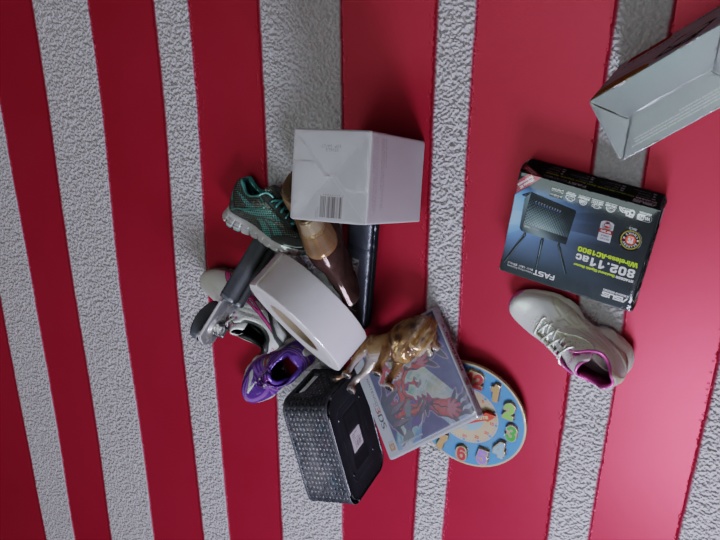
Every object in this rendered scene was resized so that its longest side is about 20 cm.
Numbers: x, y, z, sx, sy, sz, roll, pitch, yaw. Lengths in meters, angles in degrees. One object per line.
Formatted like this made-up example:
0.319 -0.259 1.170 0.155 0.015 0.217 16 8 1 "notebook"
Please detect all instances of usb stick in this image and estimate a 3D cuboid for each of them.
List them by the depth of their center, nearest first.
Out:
0.000 0.000 1.327 0.054 0.033 0.205 18 120 25 "usb stick"

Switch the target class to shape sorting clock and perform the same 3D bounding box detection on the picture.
0.175 0.236 1.335 0.195 0.039 0.205 12 117 24 "shape sorting clock"

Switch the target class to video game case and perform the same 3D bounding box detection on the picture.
0.086 0.186 1.332 0.198 0.023 0.186 -34 72 35 "video game case"

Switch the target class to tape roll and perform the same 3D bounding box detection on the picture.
-0.085 0.066 1.310 0.202 0.071 0.203 41 168 11 "tape roll"

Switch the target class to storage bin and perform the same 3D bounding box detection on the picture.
-0.043 0.284 1.415 0.092 0.135 0.205 -5 110 29 "storage bin"

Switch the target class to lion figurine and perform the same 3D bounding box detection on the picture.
0.035 0.128 1.306 0.197 0.124 0.073 -7 136 49 "lion figurine"

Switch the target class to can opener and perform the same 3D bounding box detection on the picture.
-0.225 0.033 1.393 0.066 0.053 0.203 28 84 25 "can opener"

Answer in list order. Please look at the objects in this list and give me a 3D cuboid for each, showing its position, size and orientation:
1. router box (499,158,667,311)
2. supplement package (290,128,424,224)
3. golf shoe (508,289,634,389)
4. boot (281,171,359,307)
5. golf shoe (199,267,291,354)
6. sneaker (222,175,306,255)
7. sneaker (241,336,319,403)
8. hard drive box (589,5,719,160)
0.300 -0.050 1.122 0.196 0.062 0.153 18 121 20 "router box"
0.001 -0.130 1.151 0.118 0.199 0.123 6 97 25 "supplement package"
0.297 0.097 1.175 0.197 0.091 0.077 30 125 15 "golf shoe"
-0.058 -0.058 1.273 0.071 0.202 0.168 -21 126 8 "boot"
-0.211 0.067 1.437 0.198 0.092 0.074 34 129 13 "golf shoe"
-0.140 -0.091 1.337 0.196 0.077 0.093 24 114 20 "sneaker"
-0.159 0.183 1.466 0.081 0.083 0.199 50 126 0 "sneaker"
0.361 -0.219 0.929 0.154 0.200 0.078 -29 98 34 "hard drive box"
